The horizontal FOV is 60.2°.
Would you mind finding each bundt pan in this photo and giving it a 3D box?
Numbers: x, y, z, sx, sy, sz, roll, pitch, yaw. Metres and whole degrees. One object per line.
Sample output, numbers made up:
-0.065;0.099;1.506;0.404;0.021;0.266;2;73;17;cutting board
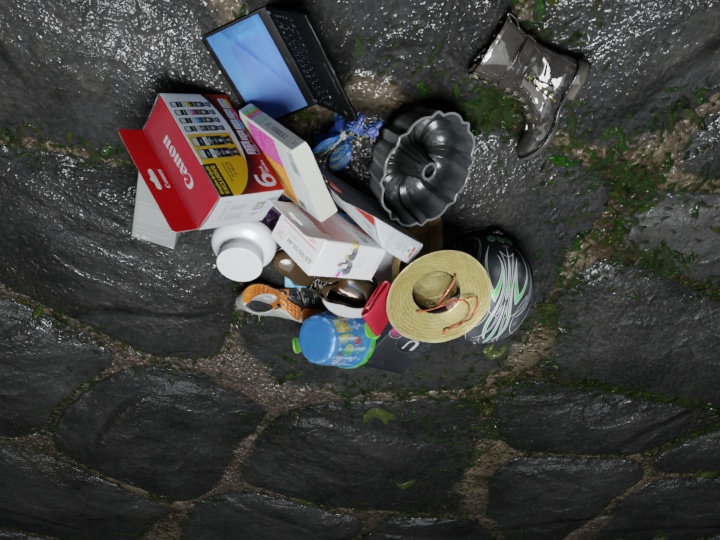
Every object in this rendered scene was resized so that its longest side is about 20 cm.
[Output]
0.094;-0.180;1.035;0.200;0.076;0.204;-22;132;-26;bundt pan

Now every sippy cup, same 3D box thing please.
-0.055;0.138;1.281;0.179;0.140;0.130;-52;155;19;sippy cup

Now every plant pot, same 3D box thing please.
0.105;-0.024;1.165;0.027;0.201;0.202;13;141;26;plant pot

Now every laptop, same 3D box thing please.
-0.123;-0.293;0.947;0.103;0.200;0.178;-41;132;-10;laptop

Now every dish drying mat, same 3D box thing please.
0.037;0.072;1.133;0.018;0.077;0.200;31;172;14;dish drying mat

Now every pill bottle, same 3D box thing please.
-0.197;-0.080;1.091;0.111;0.202;0.113;0;136;0;pill bottle

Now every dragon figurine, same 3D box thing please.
-0.046;-0.208;1.034;0.059;0.100;0.199;35;126;-29;dragon figurine

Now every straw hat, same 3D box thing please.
0.129;0.029;1.104;0.198;0.085;0.203;-7;124;-10;straw hat

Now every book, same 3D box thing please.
-0.120;-0.174;0.983;0.048;0.200;0.134;-34;133;-13;book

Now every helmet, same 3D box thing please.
0.243;0.036;1.205;0.197;0.192;0.202;-2;134;-2;helmet

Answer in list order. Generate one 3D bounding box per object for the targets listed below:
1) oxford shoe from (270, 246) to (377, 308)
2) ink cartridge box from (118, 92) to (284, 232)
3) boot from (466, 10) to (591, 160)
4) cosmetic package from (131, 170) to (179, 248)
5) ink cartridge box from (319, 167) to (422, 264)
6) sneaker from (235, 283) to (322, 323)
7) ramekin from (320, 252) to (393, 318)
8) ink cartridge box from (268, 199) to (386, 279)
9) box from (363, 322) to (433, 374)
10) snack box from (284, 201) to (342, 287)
-0.067;0.011;1.083;0.197;0.085;0.074;19;113;2;oxford shoe
-0.244;-0.169;0.957;0.175;0.201;0.084;-17;159;-49;ink cartridge box
0.246;-0.287;0.986;0.172;0.070;0.201;17;125;-13;boot
-0.341;-0.151;1.089;0.089;0.108;0.201;17;134;-14;cosmetic package
-0.007;-0.095;1.025;0.199;0.162;0.050;21;109;-43;ink cartridge box
-0.176;0.070;1.344;0.198;0.077;0.092;16;167;-31;sneaker
0.000;0.000;1.207;0.197;0.098;0.202;-12;137;-11;ramekin
-0.064;-0.048;1.021;0.199;0.115;0.068;6;120;-50;ink cartridge box
0.086;0.122;1.346;0.121;0.107;0.200;16;134;-27;box
-0.096;-0.047;1.237;0.114;0.037;0.202;1;134;-3;snack box
